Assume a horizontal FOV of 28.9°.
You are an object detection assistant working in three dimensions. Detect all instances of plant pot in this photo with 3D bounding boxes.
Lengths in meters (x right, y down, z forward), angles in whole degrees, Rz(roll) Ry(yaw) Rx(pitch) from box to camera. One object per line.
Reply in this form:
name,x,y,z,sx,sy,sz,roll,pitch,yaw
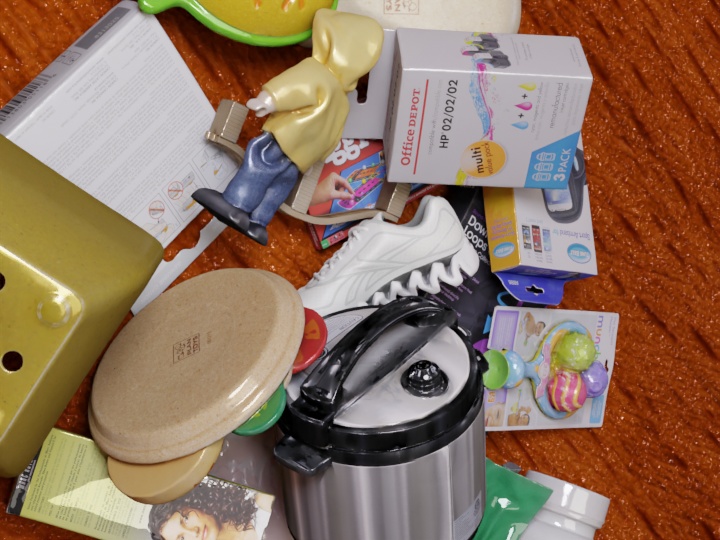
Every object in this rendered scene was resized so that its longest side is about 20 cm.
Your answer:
plant pot,-0.260,0.025,0.944,0.193,0.200,0.196,34,92,-12

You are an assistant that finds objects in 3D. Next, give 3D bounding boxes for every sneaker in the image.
sneaker,0.000,0.000,1.198,0.198,0.075,0.082,-24,106,-9

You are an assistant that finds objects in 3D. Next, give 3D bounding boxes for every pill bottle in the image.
pill bottle,0.165,0.297,1.307,0.112,0.112,0.202,23,82,-29

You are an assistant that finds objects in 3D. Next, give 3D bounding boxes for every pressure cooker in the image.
pressure cooker,0.017,0.121,1.113,0.176,0.177,0.202,-5,125,0

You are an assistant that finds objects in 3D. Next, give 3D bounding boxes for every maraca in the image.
maraca,-0.106,-0.247,1.117,0.198,0.107,0.139,5,68,-28

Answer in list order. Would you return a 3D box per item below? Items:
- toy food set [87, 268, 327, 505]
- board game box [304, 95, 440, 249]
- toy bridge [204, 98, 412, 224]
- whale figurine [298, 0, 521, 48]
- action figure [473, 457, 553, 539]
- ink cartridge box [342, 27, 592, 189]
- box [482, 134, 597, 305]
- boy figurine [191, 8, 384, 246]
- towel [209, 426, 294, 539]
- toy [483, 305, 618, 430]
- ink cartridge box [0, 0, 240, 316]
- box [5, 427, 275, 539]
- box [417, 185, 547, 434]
toy food set,-0.122,0.075,1.078,0.197,0.200,0.049,-34,125,-2
board game box,0.024,-0.108,1.254,0.199,0.019,0.104,-29,106,-26
toy bridge,-0.048,-0.078,1.183,0.199,0.027,0.068,22,88,-33
whale figurine,0.039,-0.228,1.225,0.198,0.104,0.161,-1,90,-6
action figure,0.080,0.260,1.275,0.117,0.055,0.202,26,98,8
ink cartridge box,0.082,-0.135,1.170,0.198,0.068,0.116,2,129,-6
box,0.162,-0.072,1.283,0.118,0.041,0.202,6,73,-45
boy figurine,-0.053,-0.121,1.103,0.201,0.064,0.124,-59,155,-2
towel,-0.107,0.205,1.188,0.199,0.032,0.193,27,78,-29
toy,0.192,0.097,1.322,0.199,0.047,0.117,5,96,-42
ink cartridge box,-0.187,-0.090,1.129,0.162,0.050,0.201,-47,132,-20
box,-0.172,0.182,1.101,0.198,0.050,0.076,17,81,-10
box,0.106,0.032,1.293,0.143,0.036,0.201,35,74,-35
